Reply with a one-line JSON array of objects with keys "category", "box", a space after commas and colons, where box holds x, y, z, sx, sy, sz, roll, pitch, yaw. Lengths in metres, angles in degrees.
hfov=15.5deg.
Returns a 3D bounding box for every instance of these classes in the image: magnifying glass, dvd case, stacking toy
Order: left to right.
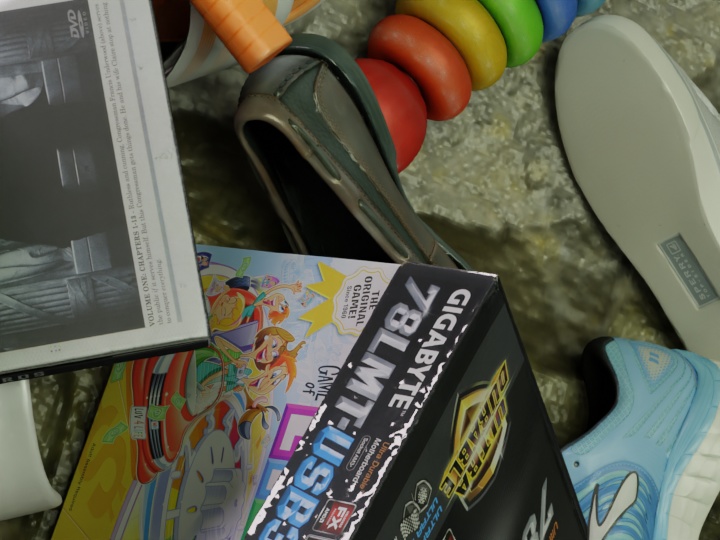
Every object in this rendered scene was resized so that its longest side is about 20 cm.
[{"category": "dvd case", "box": [-0.168, -0.027, 1.021, 0.199, 0.025, 0.151, -10, 78, -7]}, {"category": "magnifying glass", "box": [-0.097, -0.163, 1.045, 0.200, 0.022, 0.080, 53, 41, -1]}, {"category": "stacking toy", "box": [0.049, -0.115, 1.176, 0.200, 0.085, 0.085, -44, 104, -18]}]

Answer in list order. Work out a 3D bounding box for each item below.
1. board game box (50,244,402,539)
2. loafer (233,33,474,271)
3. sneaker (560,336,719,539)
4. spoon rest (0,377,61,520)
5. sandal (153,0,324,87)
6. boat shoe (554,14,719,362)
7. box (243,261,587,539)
[{"category": "board game box", "box": [-0.055, 0.090, 1.056, 0.034, 0.134, 0.201, 37, 65, -48]}, {"category": "loafer", "box": [0.000, 0.000, 1.116, 0.201, 0.072, 0.063, 62, 32, -18]}, {"category": "sneaker", "box": [0.101, 0.119, 1.180, 0.090, 0.078, 0.201, 25, 65, -9]}, {"category": "spoon rest", "box": [-0.156, 0.001, 1.050, 0.099, 0.061, 0.201, -13, 91, -10]}, {"category": "sandal", "box": [-0.091, -0.106, 1.089, 0.206, 0.079, 0.059, -10, 45, -22]}, {"category": "boat shoe", "box": [0.161, -0.034, 1.227, 0.200, 0.072, 0.068, 56, 43, -4]}, {"category": "box", "box": [0.020, 0.135, 1.015, 0.200, 0.049, 0.199, -60, 143, -33]}]
